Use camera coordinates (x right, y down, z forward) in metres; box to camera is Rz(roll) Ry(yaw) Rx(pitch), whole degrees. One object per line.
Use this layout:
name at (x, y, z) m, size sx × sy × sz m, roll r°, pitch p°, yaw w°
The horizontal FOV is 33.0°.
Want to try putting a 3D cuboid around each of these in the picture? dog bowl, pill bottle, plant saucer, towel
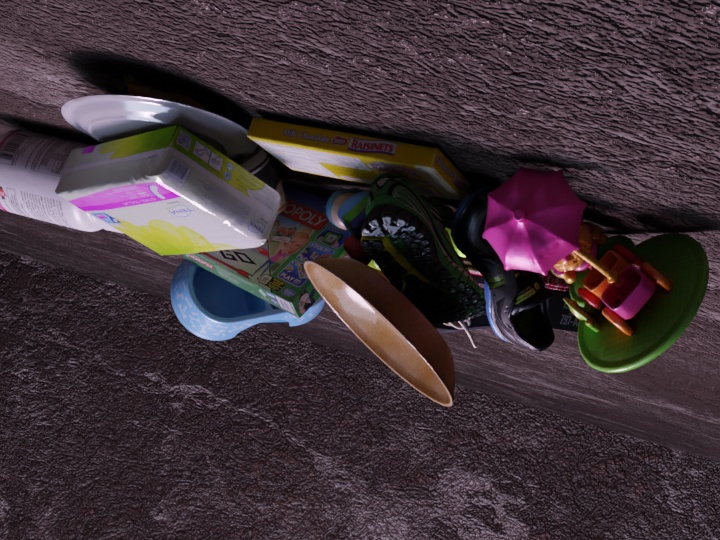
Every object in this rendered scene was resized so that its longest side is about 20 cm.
dog bowl at (-0.124, 0.015, 1.449) m, size 0.200 × 0.112 × 0.050 m, roll -10°, pitch 168°, yaw -24°
pill bottle at (-0.382, -0.115, 1.600) m, size 0.200 × 0.114 × 0.113 m, roll 14°, pitch 170°, yaw 23°
plant saucer at (0.027, 0.051, 1.191) m, size 0.200 × 0.035 × 0.200 m, roll 43°, pitch 169°, yaw 11°
towel at (0.180, 0.002, 1.379) m, size 0.144 × 0.023 × 0.200 m, roll 11°, pitch -178°, yaw 36°

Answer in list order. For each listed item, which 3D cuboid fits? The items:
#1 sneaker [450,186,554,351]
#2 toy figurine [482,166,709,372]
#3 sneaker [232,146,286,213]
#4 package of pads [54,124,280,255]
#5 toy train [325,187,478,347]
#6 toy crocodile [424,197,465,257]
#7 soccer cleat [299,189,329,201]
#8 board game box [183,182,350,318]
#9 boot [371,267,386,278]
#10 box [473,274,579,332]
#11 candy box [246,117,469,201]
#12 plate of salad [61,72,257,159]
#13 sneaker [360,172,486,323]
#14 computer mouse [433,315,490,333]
sneaker at (0.150, -0.001, 1.199) m, size 0.083 × 0.071 × 0.200 m, roll 32°, pitch 153°, yaw 52°
toy figurine at (0.188, -0.028, 1.108) m, size 0.184 × 0.150 × 0.200 m, roll 36°, pitch -171°, yaw -23°
sneaker at (-0.157, -0.087, 1.375) m, size 0.200 × 0.078 × 0.080 m, roll 3°, pitch 128°, yaw 56°
package of pads at (-0.197, -0.076, 1.258) m, size 0.200 × 0.068 × 0.154 m, roll -3°, pitch 152°, yaw 47°
toy train at (0.043, -0.002, 1.278) m, size 0.200 × 0.085 × 0.116 m, roll 53°, pitch 170°, yaw -29°
toy crocodile at (0.059, -0.050, 1.331) m, size 0.200 × 0.062 × 0.068 m, roll 10°, pitch 129°, yaw 50°
soccer cleat at (-0.118, -0.078, 1.473) m, size 0.200 × 0.077 × 0.067 m, roll -7°, pitch -179°, yaw 22°
board game box at (-0.095, -0.034, 1.364) m, size 0.200 × 0.135 × 0.029 m, roll 24°, pitch 151°, yaw 39°
boot at (0.000, 0.001, 1.390) m, size 0.201 × 0.071 × 0.144 m, roll 12°, pitch -179°, yaw -30°
box at (0.219, 0.042, 1.425) m, size 0.200 × 0.044 × 0.160 m, roll 10°, pitch -178°, yaw -30°
candy box at (-0.002, -0.108, 1.181) m, size 0.200 × 0.026 × 0.102 m, roll 13°, pitch 169°, yaw 25°
plate of salad at (-0.202, -0.152, 1.238) m, size 0.200 × 0.048 × 0.200 m, roll 6°, pitch 169°, yaw 1°
sneaker at (0.068, -0.018, 1.173) m, size 0.078 × 0.085 × 0.200 m, roll -12°, pitch 138°, yaw 21°
computer mouse at (0.112, 0.042, 1.519) m, size 0.138 × 0.053 × 0.200 m, roll 10°, pitch -172°, yaw 39°
